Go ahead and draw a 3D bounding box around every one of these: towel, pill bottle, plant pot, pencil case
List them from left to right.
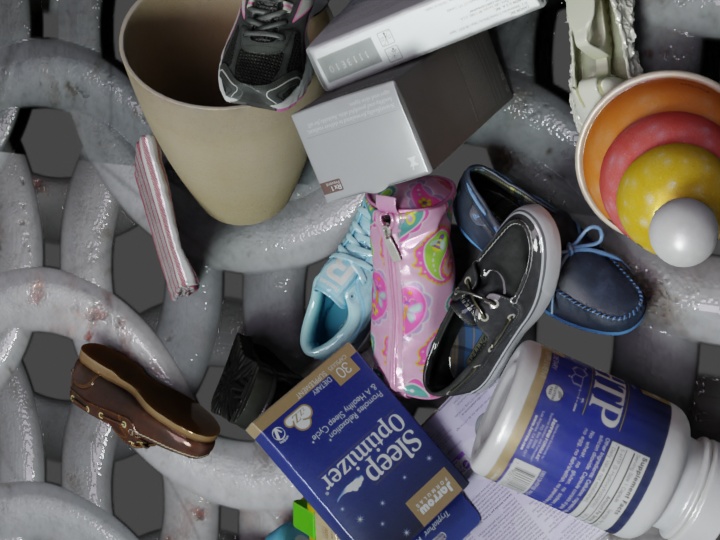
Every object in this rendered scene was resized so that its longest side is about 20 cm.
[{"bbox_3d":[-0.186,-0.048,1.345,0.030,0.200,0.147,-17,88,-11],"label":"towel"},{"bbox_3d":[-0.114,-0.141,1.264,0.187,0.187,0.201,32,147,24],"label":"plant pot"},{"bbox_3d":[0.045,0.014,1.228,0.087,0.087,0.201,13,120,29],"label":"pencil case"},{"bbox_3d":[0.202,0.149,1.134,0.199,0.120,0.120,24,111,0],"label":"pill bottle"}]

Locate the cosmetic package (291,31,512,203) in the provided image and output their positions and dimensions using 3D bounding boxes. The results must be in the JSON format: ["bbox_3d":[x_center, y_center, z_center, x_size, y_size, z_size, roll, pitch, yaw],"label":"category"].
[{"bbox_3d":[0.040,-0.137,1.161,0.106,0.200,0.091,-15,104,30],"label":"cosmetic package"}]

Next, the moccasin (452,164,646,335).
[{"bbox_3d":[0.154,-0.017,1.175,0.200,0.080,0.068,33,153,22],"label":"moccasin"}]

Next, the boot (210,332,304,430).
[{"bbox_3d":[-0.056,0.135,1.332,0.157,0.211,0.080,23,95,-16],"label":"boot"}]

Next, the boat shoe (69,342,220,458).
[{"bbox_3d":[-0.229,0.150,1.454,0.200,0.070,0.071,29,105,33],"label":"boat shoe"}]

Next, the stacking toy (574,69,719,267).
[{"bbox_3d":[0.233,-0.058,1.044,0.145,0.200,0.147,4,114,9],"label":"stacking toy"}]

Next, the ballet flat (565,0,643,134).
[{"bbox_3d":[0.194,-0.175,1.145,0.071,0.072,0.201,-5,96,32],"label":"ballet flat"}]

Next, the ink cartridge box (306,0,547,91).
[{"bbox_3d":[0.069,-0.228,1.150,0.199,0.174,0.044,-18,111,25],"label":"ink cartridge box"}]

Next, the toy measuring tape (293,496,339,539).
[{"bbox_3d":[0.001,0.245,1.306,0.200,0.073,0.074,14,107,60],"label":"toy measuring tape"}]

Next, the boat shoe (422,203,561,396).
[{"bbox_3d":[0.101,0.031,1.152,0.070,0.066,0.200,52,136,28],"label":"boat shoe"}]

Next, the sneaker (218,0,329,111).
[{"bbox_3d":[-0.074,-0.222,1.145,0.080,0.201,0.087,4,143,6],"label":"sneaker"}]

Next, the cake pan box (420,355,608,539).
[{"bbox_3d":[0.121,0.208,1.259,0.184,0.052,0.200,49,119,18],"label":"cake pan box"}]

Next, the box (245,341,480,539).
[{"bbox_3d":[0.009,0.175,1.212,0.200,0.121,0.032,49,153,4],"label":"box"}]

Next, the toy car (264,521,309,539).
[{"bbox_3d":[-0.126,0.371,1.348,0.184,0.200,0.177,-41,77,29],"label":"toy car"}]

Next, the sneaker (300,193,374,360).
[{"bbox_3d":[0.000,0.000,1.281,0.074,0.082,0.201,27,111,24],"label":"sneaker"}]
